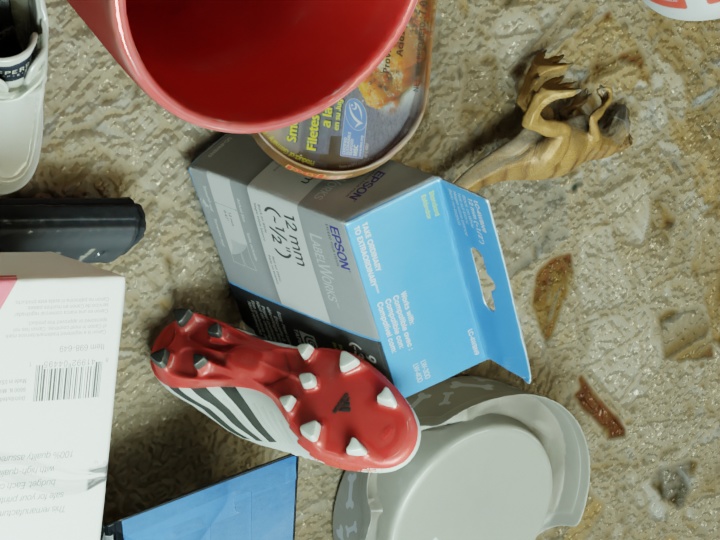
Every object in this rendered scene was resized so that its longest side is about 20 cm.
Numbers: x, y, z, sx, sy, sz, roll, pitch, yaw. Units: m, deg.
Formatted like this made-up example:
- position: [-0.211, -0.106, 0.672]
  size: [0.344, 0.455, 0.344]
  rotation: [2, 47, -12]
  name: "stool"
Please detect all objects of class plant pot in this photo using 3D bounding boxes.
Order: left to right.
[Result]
- position: [-0.090, -0.194, 1.368]
  size: [0.200, 0.177, 0.201]
  rotation: [-18, 124, -30]
  name: "plant pot"

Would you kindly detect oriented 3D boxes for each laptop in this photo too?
- position: [-0.115, 0.235, 1.588]
  size: [0.187, 0.116, 0.200]
  rotation: [94, 7, -56]
  name: "laptop"

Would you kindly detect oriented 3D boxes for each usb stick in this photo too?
- position: [-0.218, -0.021, 1.458]
  size: [0.200, 0.033, 0.055]
  rotation: [-2, 150, -38]
  name: "usb stick"

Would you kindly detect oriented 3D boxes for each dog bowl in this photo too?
- position: [0.067, 0.164, 1.775]
  size: [0.200, 0.059, 0.200]
  rotation: [-18, 124, -29]
  name: "dog bowl"

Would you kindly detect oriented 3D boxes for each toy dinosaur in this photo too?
- position: [0.116, -0.082, 1.674]
  size: [0.200, 0.060, 0.106]
  rotation: [-19, 126, -29]
  name: "toy dinosaur"

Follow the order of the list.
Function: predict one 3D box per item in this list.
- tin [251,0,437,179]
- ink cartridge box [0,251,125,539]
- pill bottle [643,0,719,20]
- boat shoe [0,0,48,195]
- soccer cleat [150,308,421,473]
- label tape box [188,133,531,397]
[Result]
- position: [-0.014, -0.152, 1.479]
  size: [0.112, 0.042, 0.200]
  rotation: [8, 79, -10]
  name: "tin"
- position: [-0.215, 0.094, 1.369]
  size: [0.145, 0.085, 0.200]
  rotation: [-1, 101, -38]
  name: "ink cartridge box"
- position: [0.204, -0.264, 1.603]
  size: [0.112, 0.112, 0.200]
  rotation: [-39, 132, -14]
  name: "pill bottle"
- position: [-0.203, -0.124, 1.396]
  size: [0.072, 0.066, 0.200]
  rotation: [-18, 124, -30]
  name: "boat shoe"
- position: [-0.042, 0.081, 1.555]
  size: [0.069, 0.200, 0.085]
  rotation: [-61, 149, -18]
  name: "soccer cleat"
- position: [0.000, 0.000, 1.528]
  size: [0.066, 0.200, 0.143]
  rotation: [-40, 133, -28]
  name: "label tape box"
